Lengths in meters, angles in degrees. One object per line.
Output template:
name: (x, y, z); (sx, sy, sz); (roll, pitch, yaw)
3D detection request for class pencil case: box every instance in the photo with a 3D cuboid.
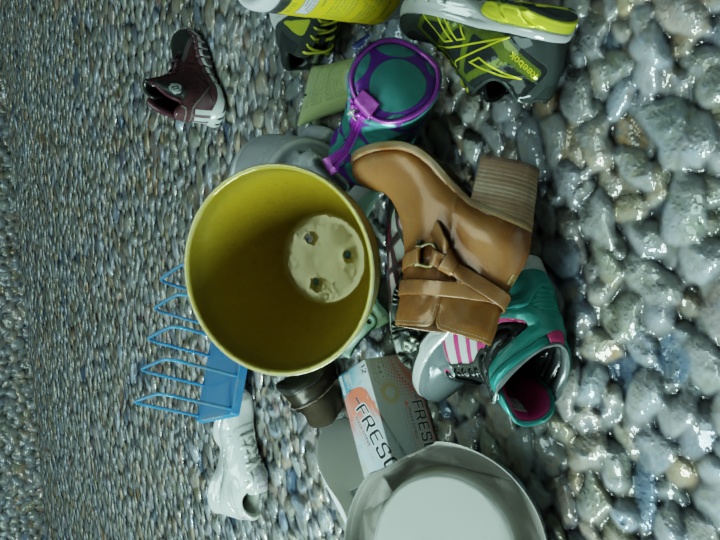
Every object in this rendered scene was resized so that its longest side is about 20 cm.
pencil case: (0.016, -0.147, 0.803); (0.086, 0.092, 0.200); (60, 168, 7)

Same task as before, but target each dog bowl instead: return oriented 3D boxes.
dog bowl: (0.084, 0.259, 0.771); (0.197, 0.058, 0.203); (-3, 84, 26)

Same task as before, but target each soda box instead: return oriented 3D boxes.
soda box: (0.040, 0.194, 0.888); (0.063, 0.068, 0.203); (-39, 61, 50)

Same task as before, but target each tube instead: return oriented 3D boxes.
tube: (-0.020, -0.213, 0.950); (0.199, 0.058, 0.052); (6, 130, 59)

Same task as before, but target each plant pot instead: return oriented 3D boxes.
plant pot: (-0.060, -0.006, 0.849); (0.197, 0.142, 0.203); (2, 96, 18)

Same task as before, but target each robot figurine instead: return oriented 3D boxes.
robot figurine: (-0.090, -0.107, 1.000); (0.170, 0.113, 0.199); (-52, 28, -11)

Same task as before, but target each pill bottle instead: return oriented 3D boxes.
pill bottle: (-0.017, -0.298, 0.791); (0.114, 0.198, 0.116); (10, 102, 55)

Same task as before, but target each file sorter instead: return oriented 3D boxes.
file sorter: (-0.238, 0.104, 1.199); (0.138, 0.121, 0.203); (-22, 55, 55)

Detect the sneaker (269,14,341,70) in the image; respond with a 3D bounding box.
sneaker: (-0.044, -0.289, 0.957); (0.199, 0.074, 0.086); (171, 91, -65)

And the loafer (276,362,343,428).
loafer: (-0.046, 0.146, 0.973); (0.072, 0.072, 0.200); (60, 179, 8)

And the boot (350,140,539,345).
boot: (0.057, -0.026, 0.730); (0.198, 0.076, 0.158); (14, 88, 31)

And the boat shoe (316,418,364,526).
boat shoe: (0.005, 0.265, 0.962); (0.201, 0.071, 0.069); (55, 164, 43)

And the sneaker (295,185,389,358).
sneaker: (0.000, 0.000, 0.947); (0.117, 0.074, 0.202); (30, 102, 7)

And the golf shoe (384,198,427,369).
golf shoe: (0.061, -0.003, 0.844); (0.088, 0.076, 0.203); (-173, 85, -76)

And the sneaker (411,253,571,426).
sneaker: (0.121, 0.093, 0.748); (0.201, 0.083, 0.122); (-57, 39, 41)

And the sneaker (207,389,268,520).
sneaker: (-0.172, 0.279, 1.243); (0.099, 0.075, 0.203); (13, 103, 31)

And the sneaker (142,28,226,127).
sneaker: (-0.288, -0.306, 1.277); (0.201, 0.114, 0.076); (62, 140, 30)

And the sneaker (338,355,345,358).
sneaker: (-0.094, 0.034, 1.045); (0.201, 0.098, 0.071); (58, 140, 36)

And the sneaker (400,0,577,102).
sneaker: (0.099, -0.196, 0.729); (0.199, 0.074, 0.086); (29, 118, 51)
